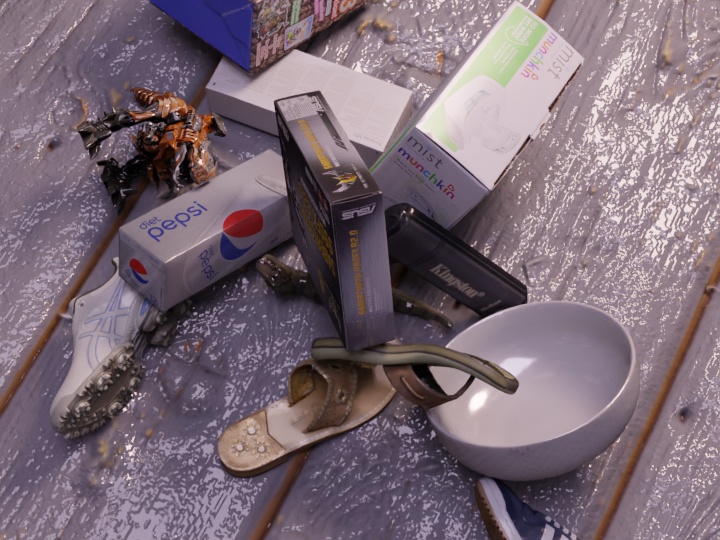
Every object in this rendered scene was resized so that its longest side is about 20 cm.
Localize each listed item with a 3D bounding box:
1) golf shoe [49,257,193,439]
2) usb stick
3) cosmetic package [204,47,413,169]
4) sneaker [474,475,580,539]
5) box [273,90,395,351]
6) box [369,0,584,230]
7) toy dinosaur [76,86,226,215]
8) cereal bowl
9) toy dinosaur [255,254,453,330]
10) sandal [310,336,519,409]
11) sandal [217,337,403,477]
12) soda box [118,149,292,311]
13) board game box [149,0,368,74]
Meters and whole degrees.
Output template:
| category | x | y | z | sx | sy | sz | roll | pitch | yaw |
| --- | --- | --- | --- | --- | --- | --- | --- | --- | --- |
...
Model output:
| category | x | y | z | sx | sy | sz | roll | pitch | yaw |
| --- | --- | --- | --- | --- | --- | --- | --- | --- | --- |
| golf shoe | -0.249 | 0.070 | 1.492 | 0.097 | 0.078 | 0.200 | 24 | 57 | 18 |
| usb stick | 0.084 | -0.005 | 1.460 | 0.055 | 0.200 | 0.033 | -37 | 45 | 22 |
| cosmetic package | -0.053 | -0.174 | 1.615 | 0.200 | 0.051 | 0.083 | 21 | 62 | 11 |
| sneaker | 0.191 | 0.253 | 1.392 | 0.108 | 0.070 | 0.200 | -30 | 74 | -8 |
| box | -0.025 | -0.048 | 1.412 | 0.048 | 0.159 | 0.200 | -13 | 36 | -11 |
| box | 0.099 | -0.129 | 1.494 | 0.097 | 0.176 | 0.200 | 40 | 58 | -3 |
| toy dinosaur | -0.203 | -0.129 | 1.565 | 0.135 | 0.200 | 0.102 | -25 | 106 | -5 |
| cereal bowl | 0.162 | 0.121 | 1.430 | 0.200 | 0.083 | 0.200 | -16 | 33 | 11 |
| toy dinosaur | 0.000 | 0.000 | 1.537 | 0.199 | 0.047 | 0.088 | 12 | 68 | 2 |
| sandal | 0.049 | 0.095 | 1.407 | 0.200 | 0.080 | 0.058 | 6 | 84 | 25 |
| sandal | -0.041 | 0.118 | 1.462 | 0.211 | 0.070 | 0.078 | -32 | 68 | -14 |
| soda box | -0.137 | -0.042 | 1.503 | 0.068 | 0.064 | 0.200 | 36 | 48 | 28 |
| board game box | -0.097 | -0.322 | 1.628 | 0.159 | 0.097 | 0.200 | 38 | 55 | 23 |
